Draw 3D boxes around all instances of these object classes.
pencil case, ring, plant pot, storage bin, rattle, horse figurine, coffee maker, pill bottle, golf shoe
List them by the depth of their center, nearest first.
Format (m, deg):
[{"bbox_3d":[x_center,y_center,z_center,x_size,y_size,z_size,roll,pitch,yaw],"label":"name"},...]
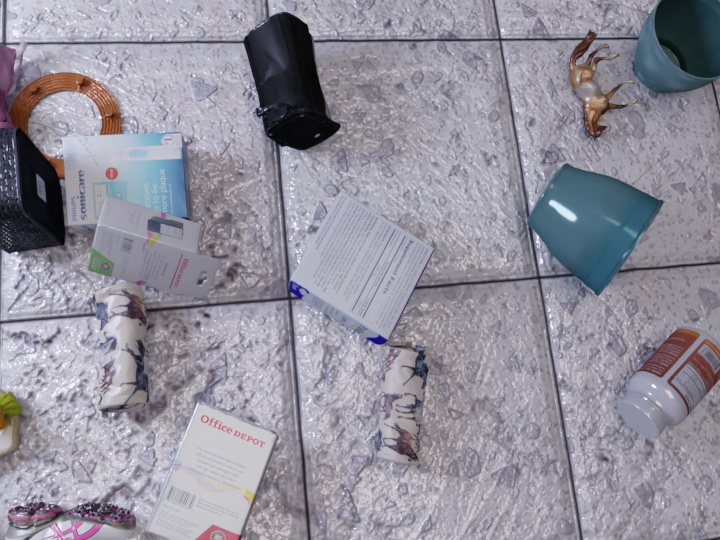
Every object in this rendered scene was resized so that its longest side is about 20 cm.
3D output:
[{"bbox_3d":[-0.625,0.243,0.919,0.194,0.143,0.135,-1,95,-16],"label":"rattle"},{"bbox_3d":[-0.440,0.407,0.946,0.193,0.073,0.095,0,83,1],"label":"golf shoe"},{"bbox_3d":[-0.548,-0.121,0.977,0.091,0.200,0.139,-9,78,-11],"label":"storage bin"},{"bbox_3d":[-0.391,0.130,1.003,0.087,0.078,0.207,-11,78,18],"label":"pencil case"},{"bbox_3d":[0.077,0.233,1.065,0.086,0.078,0.206,5,76,7],"label":"pencil case"},{"bbox_3d":[-0.130,-0.346,1.105,0.131,0.192,0.206,-17,78,4],"label":"coffee maker"},{"bbox_3d":[-0.532,-0.265,1.108,0.194,0.019,0.207,2,77,-10],"label":"ring"},{"bbox_3d":[0.570,0.207,1.135,0.199,0.112,0.113,-39,85,-15],"label":"pill bottle"},{"bbox_3d":[0.419,-0.091,1.147,0.186,0.201,0.201,35,73,16],"label":"plant pot"},{"bbox_3d":[0.490,-0.388,1.284,0.130,0.050,0.204,-28,91,3],"label":"horse figurine"},{"bbox_3d":[0.660,-0.459,1.291,0.194,0.134,0.207,2,77,-9],"label":"plant pot"}]

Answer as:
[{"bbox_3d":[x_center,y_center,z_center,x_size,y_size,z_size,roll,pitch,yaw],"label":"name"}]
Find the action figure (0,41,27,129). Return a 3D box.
[{"bbox_3d":[-0.636,-0.283,1.068,0.146,0.133,0.205,-14,77,-39],"label":"action figure"}]

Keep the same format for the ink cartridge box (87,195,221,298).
[{"bbox_3d":[-0.334,-0.033,1.018,0.195,0.118,0.069,17,45,-22],"label":"ink cartridge box"}]

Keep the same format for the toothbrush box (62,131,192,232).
[{"bbox_3d":[-0.396,-0.151,1.063,0.193,0.085,0.152,-4,86,-9],"label":"toothbrush box"}]

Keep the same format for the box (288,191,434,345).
[{"bbox_3d":[0.000,0.000,1.091,0.197,0.105,0.187,31,74,-1],"label":"box"}]

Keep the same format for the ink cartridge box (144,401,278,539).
[{"bbox_3d":[-0.230,0.333,0.988,0.142,0.083,0.205,22,75,-3],"label":"ink cartridge box"}]
